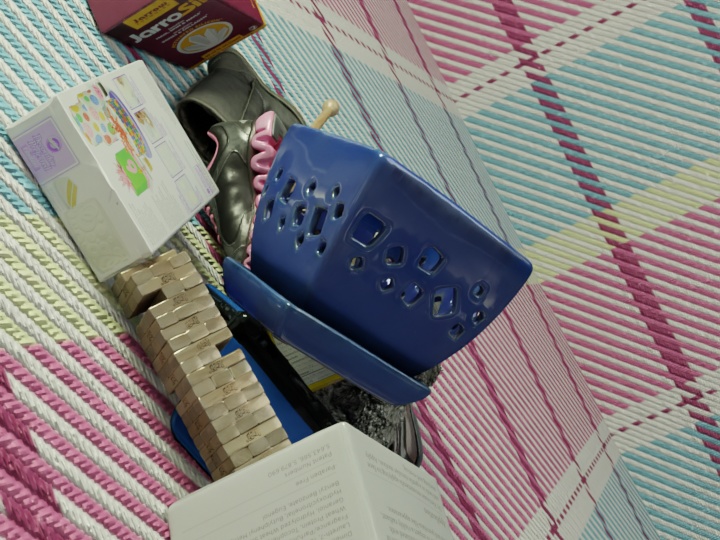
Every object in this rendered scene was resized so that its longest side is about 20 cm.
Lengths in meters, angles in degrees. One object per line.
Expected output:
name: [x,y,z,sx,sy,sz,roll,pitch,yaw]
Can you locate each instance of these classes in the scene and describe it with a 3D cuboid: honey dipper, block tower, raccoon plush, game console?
honey dipper: [-0.060,-0.162,1.335,0.038,0.038,0.200,58,26,-17]
block tower: [-0.124,0.081,0.882,0.058,0.054,0.201,-27,80,-32]
raccoon plush: [0.034,0.167,1.164,0.097,0.134,0.201,35,32,-61]
game console: [-0.100,0.135,1.010,0.200,0.118,0.171,55,-13,-28]

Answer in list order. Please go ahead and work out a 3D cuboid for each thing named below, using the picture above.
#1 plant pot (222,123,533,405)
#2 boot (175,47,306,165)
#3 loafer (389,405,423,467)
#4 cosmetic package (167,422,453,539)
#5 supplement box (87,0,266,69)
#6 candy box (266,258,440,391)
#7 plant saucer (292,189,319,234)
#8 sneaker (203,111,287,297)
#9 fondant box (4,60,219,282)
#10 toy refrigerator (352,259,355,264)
plant pot: [0.000,0.000,1.018,0.200,0.180,0.200,34,-2,-29]
boot: [-0.130,-0.163,1.281,0.182,0.073,0.200,43,17,-21]
loafer: [0.020,0.139,1.290,0.063,0.072,0.201,19,50,-62]
cosmetic package: [-0.019,0.252,0.819,0.165,0.164,0.201,41,27,-51]
supplement box: [-0.199,-0.294,1.195,0.086,0.110,0.200,66,17,9]
candy box: [0.004,0.048,1.147,0.026,0.199,0.103,66,2,-73]
plant saucer: [-0.050,-0.077,1.258,0.200,0.199,0.037,-58,156,-71]
sneaker: [-0.129,-0.065,1.134,0.079,0.095,0.201,60,34,-71]
fondant box: [-0.205,-0.093,0.962,0.145,0.058,0.200,60,16,-12]
toy refrigerator: [-0.028,-0.070,1.456,0.076,0.070,0.201,30,37,-63]
